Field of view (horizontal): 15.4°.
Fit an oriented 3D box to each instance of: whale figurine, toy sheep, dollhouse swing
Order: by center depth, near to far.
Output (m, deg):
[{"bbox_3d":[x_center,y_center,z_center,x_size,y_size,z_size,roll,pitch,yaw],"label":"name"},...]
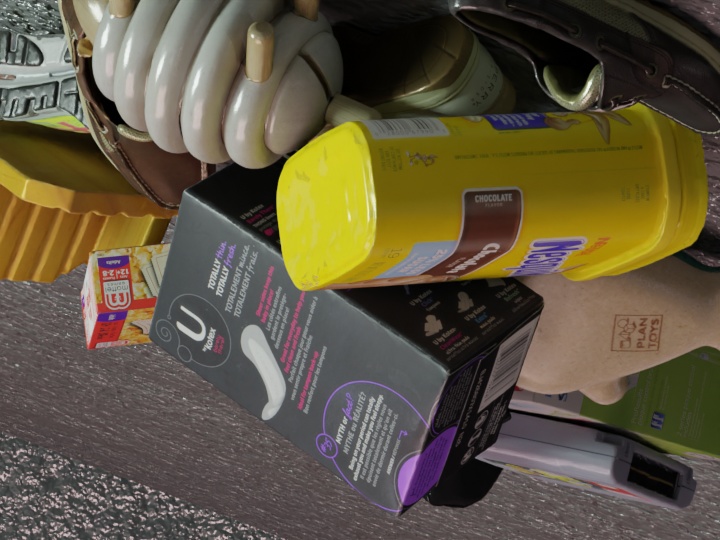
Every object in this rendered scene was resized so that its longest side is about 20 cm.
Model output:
[{"bbox_3d":[-0.077,-0.123,1.494,0.200,0.138,0.138,31,169,18],"label":"toy sheep"},{"bbox_3d":[0.164,0.010,1.700,0.199,0.104,0.160,1,124,1],"label":"whale figurine"},{"bbox_3d":[-0.207,-0.025,1.834,0.199,0.182,0.176,3,-146,-37],"label":"dollhouse swing"}]

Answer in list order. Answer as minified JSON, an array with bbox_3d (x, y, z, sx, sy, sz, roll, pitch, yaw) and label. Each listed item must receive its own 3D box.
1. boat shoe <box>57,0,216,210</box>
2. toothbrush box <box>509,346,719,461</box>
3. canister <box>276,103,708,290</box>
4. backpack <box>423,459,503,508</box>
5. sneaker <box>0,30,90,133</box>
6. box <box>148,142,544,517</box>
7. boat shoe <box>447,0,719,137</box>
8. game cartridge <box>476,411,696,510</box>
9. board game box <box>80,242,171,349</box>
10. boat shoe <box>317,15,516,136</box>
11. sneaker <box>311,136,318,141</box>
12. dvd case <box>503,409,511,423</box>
[{"bbox_3d":[-0.138,-0.101,1.633,0.074,0.075,0.203,-20,134,5],"label":"boat shoe"},{"bbox_3d":[0.156,0.070,1.871,0.200,0.086,0.145,19,171,-37],"label":"toothbrush box"},{"bbox_3d":[0.069,-0.039,1.472,0.199,0.087,0.148,-4,171,-23],"label":"canister"},{"bbox_3d":[0.043,0.079,2.030,0.200,0.164,0.154,20,-178,39],"label":"backpack"},{"bbox_3d":[-0.165,-0.125,1.770,0.199,0.078,0.090,11,-177,31],"label":"sneaker"},{"bbox_3d":[-0.010,0.029,1.572,0.200,0.106,0.123,34,130,20],"label":"box"},{"bbox_3d":[0.116,-0.112,1.355,0.201,0.066,0.072,32,163,-34],"label":"boat shoe"},{"bbox_3d":[0.150,0.133,1.896,0.133,0.041,0.200,15,175,26],"label":"game cartridge"},{"bbox_3d":[-0.093,0.011,1.869,0.199,0.046,0.152,-7,170,-9],"label":"board game box"},{"bbox_3d":[0.011,-0.100,1.553,0.066,0.074,0.200,37,161,-30],"label":"boat shoe"},{"bbox_3d":[0.002,-0.074,1.670,0.199,0.072,0.080,13,160,30],"label":"sneaker"},{"bbox_3d":[0.053,0.037,1.713,0.017,0.143,0.200,-21,176,-5],"label":"dvd case"}]
